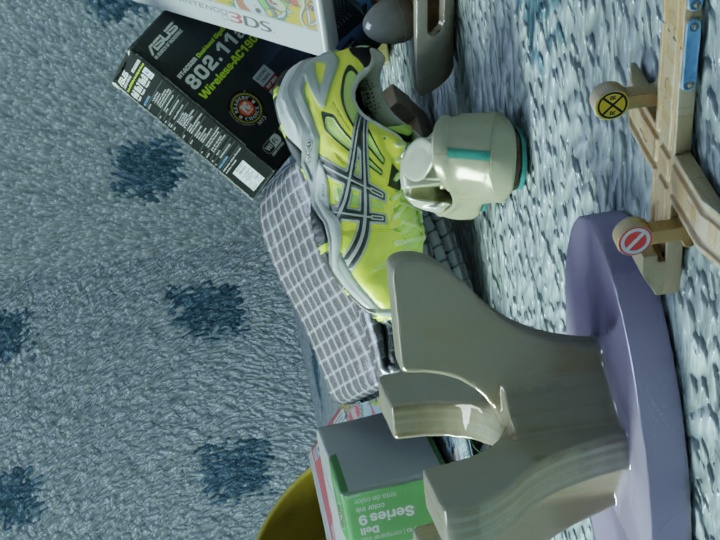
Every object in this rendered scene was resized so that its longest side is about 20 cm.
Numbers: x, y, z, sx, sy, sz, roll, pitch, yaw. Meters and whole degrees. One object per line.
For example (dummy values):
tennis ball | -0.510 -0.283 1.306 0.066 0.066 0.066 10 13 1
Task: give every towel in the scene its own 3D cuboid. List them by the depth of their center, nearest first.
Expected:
towel | 0.000 0.000 1.178 0.166 0.085 0.201 -36 72 63

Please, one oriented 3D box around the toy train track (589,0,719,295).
toy train track | 0.108 -0.075 0.595 0.115 0.032 0.201 -106 10 -52

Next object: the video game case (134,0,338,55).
video game case | -0.109 -0.253 1.141 0.023 0.181 0.201 -57 -25 -32

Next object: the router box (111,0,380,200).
router box | -0.083 -0.180 1.291 0.200 0.150 0.062 -53 4 -30

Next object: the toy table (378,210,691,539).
toy table | 0.078 0.079 0.734 0.184 0.116 0.202 -158 60 -83

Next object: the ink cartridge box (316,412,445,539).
ink cartridge box | 0.031 0.225 1.204 0.145 0.087 0.201 -121 18 -73

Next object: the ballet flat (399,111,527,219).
ballet flat | 0.055 -0.066 0.987 0.200 0.069 0.070 141 120 -84

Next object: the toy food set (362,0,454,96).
toy food set | 0.005 -0.233 1.080 0.144 0.060 0.200 86 158 -48

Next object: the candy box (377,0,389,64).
candy box | -0.018 -0.279 1.425 0.115 0.055 0.201 -147 48 -83

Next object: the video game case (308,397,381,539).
video game case | 0.018 0.134 1.369 0.201 0.017 0.143 -57 25 23

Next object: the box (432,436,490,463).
box | 0.086 0.149 1.146 0.200 0.040 0.138 100 159 -74

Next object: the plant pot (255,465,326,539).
plant pot | 0.019 0.274 1.428 0.142 0.200 0.200 48 -167 -31

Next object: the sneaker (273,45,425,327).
sneaker | 0.008 -0.056 1.056 0.075 0.076 0.201 -17 -97 -59

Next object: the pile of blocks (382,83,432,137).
pile of blocks | 0.021 -0.051 1.270 0.201 0.081 0.062 87 172 -45
